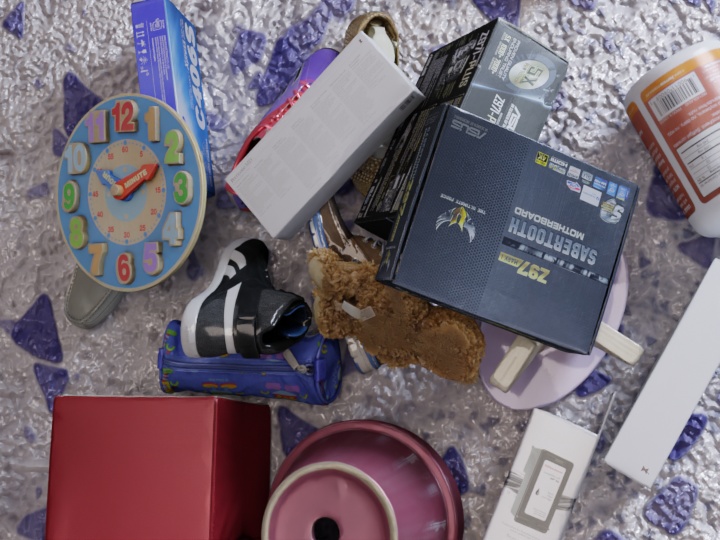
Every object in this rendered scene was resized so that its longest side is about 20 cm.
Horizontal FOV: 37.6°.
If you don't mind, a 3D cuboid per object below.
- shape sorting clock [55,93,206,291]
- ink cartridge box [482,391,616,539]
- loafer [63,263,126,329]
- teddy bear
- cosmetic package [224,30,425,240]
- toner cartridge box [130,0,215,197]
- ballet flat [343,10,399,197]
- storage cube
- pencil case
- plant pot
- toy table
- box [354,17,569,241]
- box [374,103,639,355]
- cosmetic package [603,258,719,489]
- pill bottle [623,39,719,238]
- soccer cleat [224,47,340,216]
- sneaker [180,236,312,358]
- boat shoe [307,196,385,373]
[{"bbox_3d":[-0.240,-0.080,1.082,0.197,0.039,0.204,-2,86,29],"label":"shape sorting clock"},{"bbox_3d":[0.174,0.197,0.998,0.067,0.116,0.203,22,87,14],"label":"ink cartridge box"},{"bbox_3d":[-0.274,-0.032,1.158,0.069,0.070,0.202,23,88,15],"label":"loafer"},{"bbox_3d":[0.032,0.038,0.996,0.198,0.067,0.147,5,122,36],"label":"teddy bear"},{"bbox_3d":[-0.035,-0.130,1.040,0.200,0.051,0.083,-45,77,13],"label":"cosmetic package"},{"bbox_3d":[-0.203,-0.184,1.151,0.042,0.095,0.203,-10,81,11],"label":"toner cartridge box"},{"bbox_3d":[0.014,-0.178,1.108,0.069,0.065,0.203,-3,82,-19],"label":"ballet flat"},{"bbox_3d":[-0.193,0.219,1.053,0.197,0.171,0.183,-2,80,13],"label":"storage cube"},{"bbox_3d":[-0.115,0.095,1.095,0.197,0.087,0.079,2,86,14],"label":"pencil case"},{"bbox_3d":[-0.009,0.243,1.002,0.197,0.179,0.204,-2,83,12],"label":"plant pot"},{"bbox_3d":[0.185,0.041,1.018,0.182,0.117,0.203,21,86,15],"label":"toy table"},{"bbox_3d":[0.093,-0.119,1.018,0.085,0.163,0.202,27,80,-17],"label":"box"},{"bbox_3d":[0.128,-0.032,0.913,0.197,0.051,0.160,21,85,-14],"label":"box"},{"bbox_3d":[0.291,0.098,0.967,0.051,0.151,0.202,29,89,15],"label":"cosmetic package"},{"bbox_3d":[0.343,-0.106,1.004,0.111,0.112,0.202,-28,78,8],"label":"pill bottle"},{"bbox_3d":[-0.078,-0.152,1.127,0.068,0.073,0.202,32,90,15],"label":"soccer cleat"},{"bbox_3d":[-0.095,0.031,1.058,0.110,0.201,0.074,4,118,12],"label":"sneaker"},{"bbox_3d":[0.000,0.000,1.096,0.071,0.072,0.203,-19,88,5],"label":"boat shoe"}]
